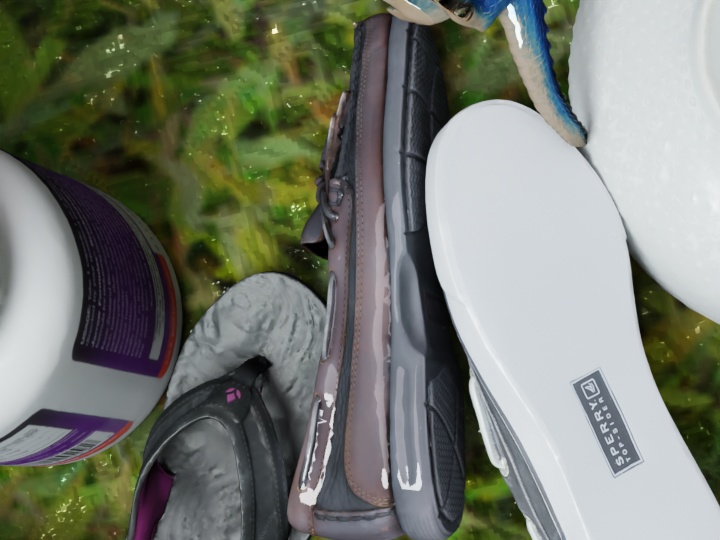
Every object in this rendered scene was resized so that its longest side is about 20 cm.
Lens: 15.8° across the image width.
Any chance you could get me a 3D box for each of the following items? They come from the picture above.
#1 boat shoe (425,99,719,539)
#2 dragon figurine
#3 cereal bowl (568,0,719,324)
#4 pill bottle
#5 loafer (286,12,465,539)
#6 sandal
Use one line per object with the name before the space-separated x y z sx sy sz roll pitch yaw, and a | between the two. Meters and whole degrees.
boat shoe | 0.069 0.039 0.929 0.072 0.068 0.200 -24 88 -25
dragon figurine | 0.041 -0.134 0.874 0.200 0.059 0.099 44 80 -15
cereal bowl | 0.168 -0.073 0.912 0.200 0.083 0.200 -1 86 11
pill bottle | -0.140 0.011 0.907 0.111 0.200 0.112 -1 84 11
loafer | 0.000 0.000 0.938 0.063 0.072 0.200 -7 72 16
sandal | -0.058 0.097 0.959 0.075 0.048 0.201 22 89 13
